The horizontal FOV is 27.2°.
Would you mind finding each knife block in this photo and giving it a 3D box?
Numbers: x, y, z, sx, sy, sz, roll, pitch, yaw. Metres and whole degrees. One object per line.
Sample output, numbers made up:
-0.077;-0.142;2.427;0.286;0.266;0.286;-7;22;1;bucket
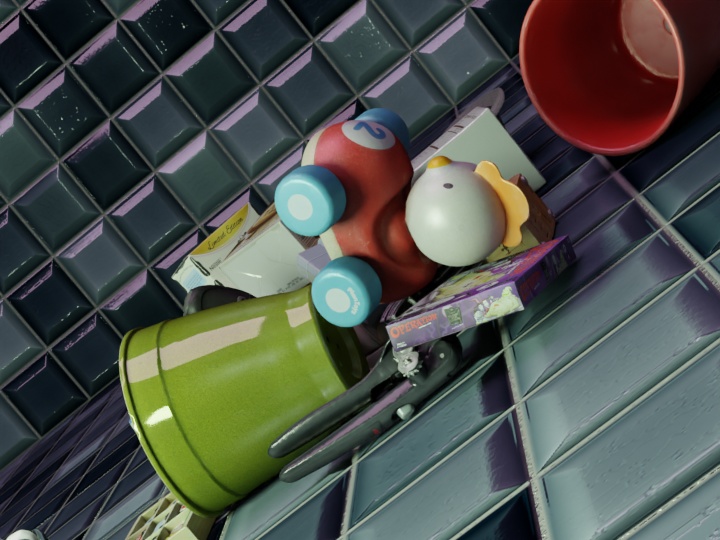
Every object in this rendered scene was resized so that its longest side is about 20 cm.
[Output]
0.107;-0.004;1.499;0.175;0.064;0.200;-36;9;19;knife block

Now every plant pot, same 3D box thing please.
-0.098;0.109;1.441;0.192;0.201;0.200;-25;10;12;plant pot
0.297;-0.244;1.583;0.177;0.201;0.200;-31;-1;-44;plant pot

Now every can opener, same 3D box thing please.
0.007;0.121;1.299;0.200;0.079;0.063;-37;50;2;can opener

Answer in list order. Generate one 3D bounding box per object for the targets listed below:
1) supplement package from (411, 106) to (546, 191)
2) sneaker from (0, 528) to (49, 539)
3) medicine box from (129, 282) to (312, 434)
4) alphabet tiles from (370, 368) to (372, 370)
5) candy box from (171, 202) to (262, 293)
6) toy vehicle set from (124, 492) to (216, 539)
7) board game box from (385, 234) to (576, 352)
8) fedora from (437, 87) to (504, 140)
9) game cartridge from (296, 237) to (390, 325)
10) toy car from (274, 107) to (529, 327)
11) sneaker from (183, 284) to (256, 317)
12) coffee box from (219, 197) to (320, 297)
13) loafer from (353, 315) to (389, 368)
0.110;-0.095;1.830;0.200;0.117;0.117;-39;7;2;supplement package
-0.304;0.307;1.413;0.079;0.130;0.199;-42;8;-15;sneaker
-0.130;0.130;1.691;0.182;0.103;0.200;-34;5;37;medicine box
0.040;0.070;1.610;0.200;0.008;0.167;-46;9;-38;alphabet tiles
-0.119;0.028;1.879;0.136;0.200;0.061;-46;-1;-43;candy box
-0.196;0.266;1.526;0.124;0.027;0.200;-38;7;12;toy vehicle set
0.108;0.017;1.279;0.120;0.032;0.200;-16;6;22;board game box
0.155;-0.151;2.050;0.177;0.090;0.200;-35;15;45;fedora
0.046;-0.021;1.564;0.200;0.130;0.038;-26;-44;-29;game cartridge
0.060;-0.065;1.359;0.199;0.177;0.184;-11;19;30;toy car
-0.085;0.057;1.550;0.087;0.200;0.076;-28;44;49;sneaker
-0.066;-0.052;1.730;0.113;0.080;0.200;-34;13;36;coffee box
0.048;0.024;1.574;0.072;0.063;0.200;-34;9;42;loafer
